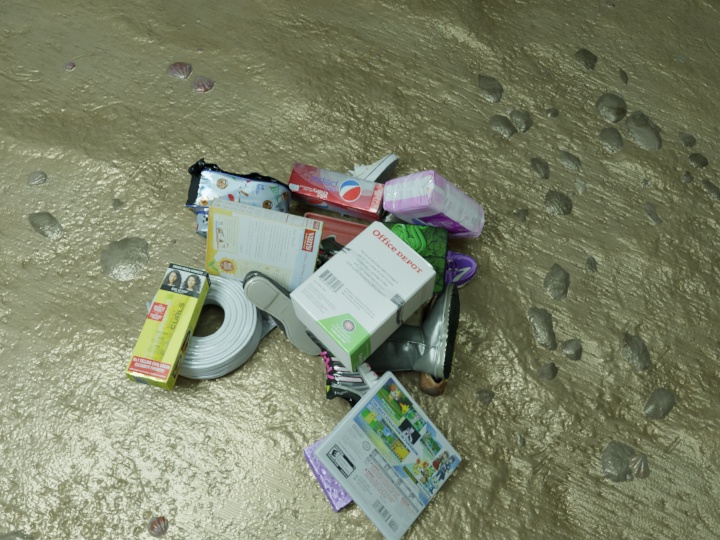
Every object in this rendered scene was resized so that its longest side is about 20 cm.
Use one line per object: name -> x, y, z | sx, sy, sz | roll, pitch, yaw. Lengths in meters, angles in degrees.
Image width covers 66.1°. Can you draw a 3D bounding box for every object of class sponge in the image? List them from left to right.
sponge -> 0.013, 0.306, 0.945 | 0.198, 0.030, 0.112 | -25, 67, -22

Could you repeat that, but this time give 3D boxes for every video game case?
video game case -> 0.049, 0.304, 0.907 | 0.182, 0.022, 0.201 | -42, 96, -22

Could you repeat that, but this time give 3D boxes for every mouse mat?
mouse mat -> 0.083, -0.029, 1.035 | 0.157, 0.008, 0.202 | 6, 39, 7

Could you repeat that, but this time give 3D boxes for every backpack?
backpack -> -0.228, -0.122, 1.068 | 0.186, 0.200, 0.158 | 2, 91, -5

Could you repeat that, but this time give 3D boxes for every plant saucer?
plant saucer -> -0.031, -0.006, 1.108 | 0.196, 0.037, 0.203 | 12, 58, -10

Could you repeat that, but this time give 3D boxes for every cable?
cable -> -0.278, 0.091, 0.997 | 0.197, 0.070, 0.202 | -17, 64, -16

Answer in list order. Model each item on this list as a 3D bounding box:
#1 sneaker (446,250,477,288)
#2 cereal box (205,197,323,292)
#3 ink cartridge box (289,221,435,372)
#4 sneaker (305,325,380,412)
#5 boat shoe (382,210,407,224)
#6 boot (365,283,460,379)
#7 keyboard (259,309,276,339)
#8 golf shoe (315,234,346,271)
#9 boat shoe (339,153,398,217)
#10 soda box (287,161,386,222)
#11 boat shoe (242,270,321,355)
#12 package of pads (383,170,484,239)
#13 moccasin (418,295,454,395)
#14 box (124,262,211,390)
sneaker -> 0.152, -0.009, 1.104 | 0.196, 0.083, 0.082 | 4, 78, -22
cereal box -> -0.173, -0.040, 0.985 | 0.196, 0.146, 0.040 | 13, 35, -6
ink cartridge box -> 0.006, 0.039, 0.910 | 0.199, 0.085, 0.145 | -40, 66, -19
sneaker -> -0.038, 0.174, 0.948 | 0.087, 0.074, 0.201 | -40, 92, -18
boat shoe -> 0.102, -0.141, 1.197 | 0.057, 0.068, 0.199 | 31, 45, 31
boot -> 0.072, 0.103, 1.001 | 0.197, 0.073, 0.185 | 5, 70, 29
keyboard -> -0.143, 0.053, 1.079 | 0.056, 0.011, 0.200 | 40, 62, 14
golf shoe -> 0.000, 0.000, 1.049 | 0.198, 0.078, 0.089 | 31, 52, 3
boat shoe -> 0.003, -0.203, 1.221 | 0.070, 0.071, 0.200 | 40, 69, 12
soda box -> -0.046, -0.157, 1.129 | 0.196, 0.070, 0.065 | 16, 79, 8
boat shoe -> -0.132, 0.072, 0.997 | 0.067, 0.200, 0.057 | -41, 26, 4
package of pads -> 0.150, -0.126, 1.108 | 0.198, 0.119, 0.077 | 23, 73, -44
moccasin -> 0.147, 0.129, 1.042 | 0.072, 0.078, 0.204 | 17, 59, 2
box -> -0.317, 0.090, 0.924 | 0.074, 0.050, 0.203 | 14, 62, -1
